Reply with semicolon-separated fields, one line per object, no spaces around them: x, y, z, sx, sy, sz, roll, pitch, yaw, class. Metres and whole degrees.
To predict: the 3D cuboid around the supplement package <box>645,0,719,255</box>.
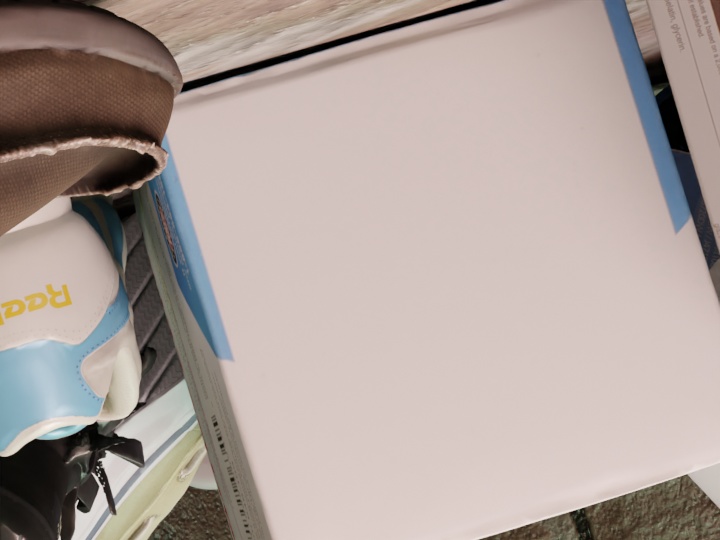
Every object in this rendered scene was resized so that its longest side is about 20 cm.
0.178;-0.038;0.836;0.111;0.156;0.200;-17;177;25;supplement package

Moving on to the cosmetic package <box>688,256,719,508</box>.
0.233;0.033;1.018;0.200;0.123;0.199;-52;-140;-5;cosmetic package

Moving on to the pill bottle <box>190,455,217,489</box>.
-0.096;0.113;2.331;0.111;0.111;0.200;-17;177;12;pill bottle

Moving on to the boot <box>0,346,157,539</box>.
-0.169;0.042;0.976;0.198;0.073;0.162;20;-155;-2;boot

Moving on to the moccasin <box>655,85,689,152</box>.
0.194;-0.067;1.180;0.080;0.068;0.200;-14;176;-39;moccasin

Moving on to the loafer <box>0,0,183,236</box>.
-0.120;-0.007;0.599;0.200;0.071;0.073;-14;176;-36;loafer

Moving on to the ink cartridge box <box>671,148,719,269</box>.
0.134;-0.002;1.190;0.200;0.076;0.136;11;175;-2;ink cartridge box

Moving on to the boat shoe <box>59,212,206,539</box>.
-0.078;0.042;1.087;0.062;0.072;0.200;10;126;-51;boat shoe

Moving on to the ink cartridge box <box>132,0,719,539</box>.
0.017;0.011;0.926;0.146;0.147;0.200;-16;177;-7;ink cartridge box

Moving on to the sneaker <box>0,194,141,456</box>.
-0.106;0.013;0.913;0.076;0.081;0.200;-18;-179;1;sneaker

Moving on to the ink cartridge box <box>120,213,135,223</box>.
-0.146;0.022;1.169;0.200;0.048;0.146;-19;177;-6;ink cartridge box
